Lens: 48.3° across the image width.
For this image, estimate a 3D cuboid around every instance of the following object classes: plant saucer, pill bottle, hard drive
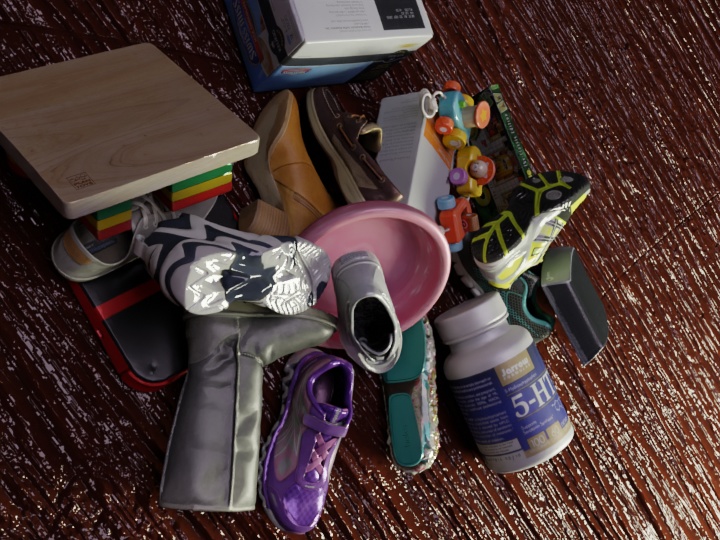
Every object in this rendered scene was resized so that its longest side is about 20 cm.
[{"bbox_3d":[0.000,0.000,0.893,0.199,0.201,0.051,16,32,-31],"label":"plant saucer"},{"bbox_3d":[0.172,0.136,1.002,0.119,0.119,0.201,-27,93,-37],"label":"pill bottle"},{"bbox_3d":[0.297,0.038,1.108,0.136,0.042,0.200,61,21,-5],"label":"hard drive"}]

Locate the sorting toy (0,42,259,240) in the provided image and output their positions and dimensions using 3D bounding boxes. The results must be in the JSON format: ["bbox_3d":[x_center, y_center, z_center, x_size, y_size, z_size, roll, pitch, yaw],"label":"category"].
[{"bbox_3d":[-0.236,-0.123,0.771,0.199,0.070,0.199,-27,56,-35],"label":"sorting toy"}]

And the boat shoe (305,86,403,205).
[{"bbox_3d":[-0.004,-0.149,0.952,0.072,0.072,0.201,38,26,-55],"label":"boat shoe"}]

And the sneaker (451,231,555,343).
[{"bbox_3d":[0.192,0.013,1.063,0.078,0.091,0.201,-36,99,-52],"label":"sneaker"}]

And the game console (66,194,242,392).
[{"bbox_3d":[-0.192,0.011,0.841,0.199,0.031,0.178,-31,91,-37],"label":"game console"}]

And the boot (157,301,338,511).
[{"bbox_3d":[-0.107,0.135,0.803,0.180,0.073,0.202,4,74,-21],"label":"boot"}]

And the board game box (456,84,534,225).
[{"bbox_3d":[0.184,-0.140,1.099,0.023,0.105,0.202,-21,89,-34],"label":"board game box"}]

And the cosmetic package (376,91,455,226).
[{"bbox_3d":[0.060,-0.109,1.002,0.101,0.071,0.202,41,54,-51],"label":"cosmetic package"}]

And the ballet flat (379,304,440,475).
[{"bbox_3d":[0.062,0.142,0.966,0.064,0.075,0.202,25,64,-62],"label":"ballet flat"}]

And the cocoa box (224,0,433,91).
[{"bbox_3d":[-0.040,-0.308,0.971,0.199,0.131,0.135,-16,85,-37],"label":"cocoa box"}]

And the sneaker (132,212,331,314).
[{"bbox_3d":[-0.129,-0.013,0.775,0.198,0.129,0.080,-10,121,-48],"label":"sneaker"}]

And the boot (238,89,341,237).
[{"bbox_3d":[-0.065,-0.096,0.943,0.143,0.070,0.203,27,60,-37],"label":"boot"}]

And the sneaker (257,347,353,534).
[{"bbox_3d":[-0.050,0.175,0.854,0.080,0.088,0.202,22,66,-30],"label":"sneaker"}]

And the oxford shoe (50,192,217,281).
[{"bbox_3d":[-0.213,-0.054,0.798,0.200,0.058,0.075,-37,93,-38],"label":"oxford shoe"}]

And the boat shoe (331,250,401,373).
[{"bbox_3d":[0.014,0.063,0.863,0.071,0.201,0.069,-11,51,-6],"label":"boat shoe"}]

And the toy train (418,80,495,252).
[{"bbox_3d":[0.128,-0.133,0.993,0.150,0.055,0.202,-41,125,-56],"label":"toy train"}]

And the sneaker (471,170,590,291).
[{"bbox_3d":[0.217,-0.055,1.021,0.200,0.075,0.077,-38,133,-20],"label":"sneaker"}]
